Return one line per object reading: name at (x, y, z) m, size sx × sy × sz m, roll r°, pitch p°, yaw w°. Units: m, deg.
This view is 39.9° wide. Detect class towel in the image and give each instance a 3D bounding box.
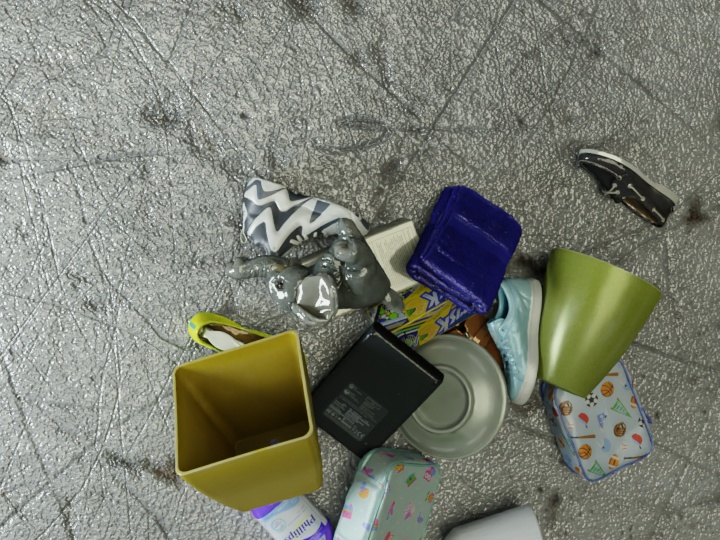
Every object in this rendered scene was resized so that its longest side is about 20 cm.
towel at (0.166, -0.038, 1.538) m, size 0.147 × 0.050 × 0.201 m, roll 29°, pitch 51°, yaw 0°

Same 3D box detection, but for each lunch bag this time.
lunch bag at (0.405, 0.249, 1.679) m, size 0.159 × 0.076 × 0.201 m, roll -24°, pitch 100°, yaw -11°
lunch bag at (0.045, 0.388, 1.587) m, size 0.160 × 0.077 × 0.201 m, roll 12°, pitch 97°, yaw -48°

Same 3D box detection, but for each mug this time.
mug at (0.220, 0.491, 1.632) m, size 0.152 × 0.149 × 0.188 m, roll -8°, pitch 91°, yaw -4°

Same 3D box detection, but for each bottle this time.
bottle at (-0.089, 0.419, 1.589) m, size 0.083 × 0.065 × 0.200 m, roll -40°, pitch 103°, yaw -4°

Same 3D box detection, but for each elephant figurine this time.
elephant figurine at (-0.068, 0.023, 1.459) m, size 0.199 × 0.156 × 0.142 m, roll -32°, pitch 144°, yaw 2°

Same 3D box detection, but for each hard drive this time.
hard drive at (0.016, 0.191, 1.551) m, size 0.139 × 0.033 × 0.200 m, roll 38°, pitch 116°, yaw -6°

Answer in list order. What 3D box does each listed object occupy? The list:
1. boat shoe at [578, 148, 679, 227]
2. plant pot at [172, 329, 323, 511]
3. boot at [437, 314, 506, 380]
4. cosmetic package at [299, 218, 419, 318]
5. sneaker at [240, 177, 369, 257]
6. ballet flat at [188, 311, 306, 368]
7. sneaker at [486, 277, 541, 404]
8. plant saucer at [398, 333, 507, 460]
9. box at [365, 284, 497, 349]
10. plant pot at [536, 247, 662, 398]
boat shoe at (0.438, -0.137, 1.646) m, size 0.199 × 0.074 × 0.061 m, roll 27°, pitch 85°, yaw -22°
plant pot at (-0.150, 0.243, 1.472) m, size 0.199 × 0.201 × 0.177 m, roll -17°, pitch 133°, yaw 4°
boot at (0.169, 0.173, 1.615) m, size 0.200 × 0.077 × 0.155 m, roll -42°, pitch 102°, yaw -5°
cosmetic package at (0.000, 0.000, 1.559) m, size 0.199 × 0.073 × 0.104 m, roll -20°, pitch 99°, yaw -9°
sneaker at (-0.094, -0.054, 1.529) m, size 0.198 × 0.079 × 0.130 m, roll 18°, pitch 94°, yaw -13°
ballet flat at (-0.173, 0.122, 1.537) m, size 0.199 × 0.067 × 0.067 m, roll 24°, pitch 90°, yaw -14°
sneaker at (0.235, 0.110, 1.574) m, size 0.081 × 0.074 × 0.202 m, roll 6°, pitch 81°, yaw -12°
plant saucer at (0.131, 0.202, 1.571) m, size 0.199 × 0.050 × 0.202 m, roll 0°, pitch 89°, yaw 23°
box at (0.115, 0.057, 1.584) m, size 0.199 × 0.070 × 0.064 m, roll -29°, pitch 135°, yaw -8°
plant pot at (0.353, 0.093, 1.584) m, size 0.186 × 0.187 × 0.201 m, roll 25°, pitch 87°, yaw -14°
